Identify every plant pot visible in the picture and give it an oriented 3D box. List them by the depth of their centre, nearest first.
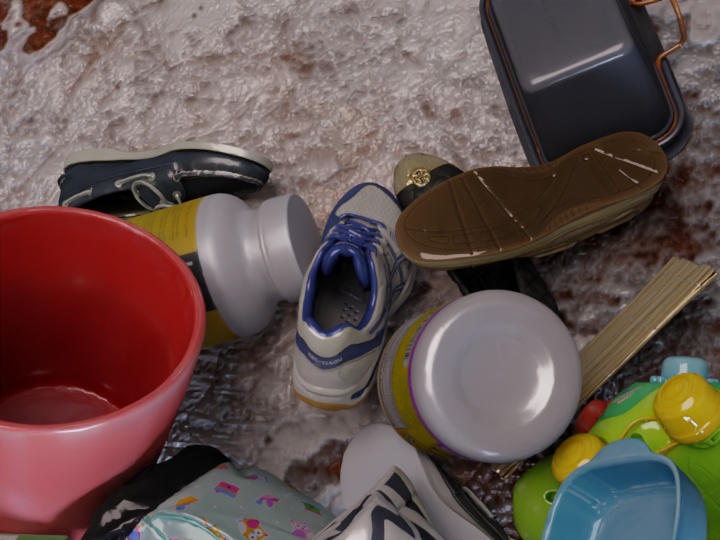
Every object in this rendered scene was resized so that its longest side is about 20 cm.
[{"bbox_3d":[-0.212,0.085,0.951,0.200,0.177,0.201,6,46,-6],"label":"plant pot"}]

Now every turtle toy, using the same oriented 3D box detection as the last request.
[{"bbox_3d":[0.185,0.131,0.888,0.200,0.146,0.101,-33,25,22],"label":"turtle toy"}]

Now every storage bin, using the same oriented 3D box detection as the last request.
[{"bbox_3d":[0.159,-0.181,1.013,0.145,0.134,0.200,-21,65,12],"label":"storage bin"}]

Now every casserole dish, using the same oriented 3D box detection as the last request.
[{"bbox_3d":[0.139,0.193,0.764,0.121,0.039,0.200,-24,44,58],"label":"casserole dish"}]

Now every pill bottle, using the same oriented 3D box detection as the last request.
[{"bbox_3d":[0.069,0.072,0.905,0.104,0.200,0.104,1,84,-8],"label":"pill bottle"},{"bbox_3d":[-0.133,0.005,1.061,0.200,0.112,0.112,-15,65,15],"label":"pill bottle"}]

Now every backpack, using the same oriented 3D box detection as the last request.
[{"bbox_3d":[-0.077,0.211,0.931,0.200,0.167,0.127,35,117,15],"label":"backpack"}]

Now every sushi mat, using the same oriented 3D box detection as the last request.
[{"bbox_3d":[0.160,0.063,0.945,0.200,0.096,0.012,-44,93,0],"label":"sushi mat"}]

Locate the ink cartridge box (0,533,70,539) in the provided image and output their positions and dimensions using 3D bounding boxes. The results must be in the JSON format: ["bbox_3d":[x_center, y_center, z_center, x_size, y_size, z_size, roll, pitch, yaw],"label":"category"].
[{"bbox_3d":[-0.230,0.276,0.977,0.104,0.200,0.059,-2,35,21],"label":"ink cartridge box"}]

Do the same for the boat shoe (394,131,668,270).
[{"bbox_3d":[0.122,-0.036,0.980,0.200,0.065,0.071,-16,61,-7],"label":"boat shoe"}]

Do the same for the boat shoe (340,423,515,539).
[{"bbox_3d":[0.057,0.177,0.950,0.072,0.068,0.200,-56,40,2],"label":"boat shoe"}]

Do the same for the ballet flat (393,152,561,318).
[{"bbox_3d":[0.086,-0.019,1.019,0.066,0.057,0.200,-37,62,3],"label":"ballet flat"}]

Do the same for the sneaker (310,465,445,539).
[{"bbox_3d":[0.036,0.193,0.835,0.079,0.199,0.130,-40,86,-5],"label":"sneaker"}]

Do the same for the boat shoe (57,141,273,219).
[{"bbox_3d":[-0.164,-0.066,1.123,0.200,0.075,0.062,0,68,22],"label":"boat shoe"}]

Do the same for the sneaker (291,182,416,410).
[{"bbox_3d":[0.000,0.000,0.977,0.075,0.088,0.200,7,49,4],"label":"sneaker"}]
